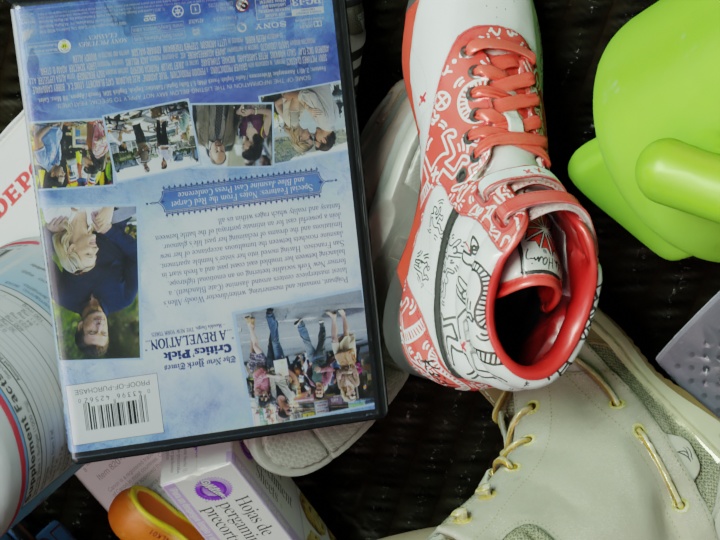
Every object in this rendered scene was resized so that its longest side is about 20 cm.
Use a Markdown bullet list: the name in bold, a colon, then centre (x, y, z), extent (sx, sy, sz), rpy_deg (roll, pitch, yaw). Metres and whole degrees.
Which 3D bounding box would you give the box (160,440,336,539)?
- **box**: centre (-0.038, 0.142, 0.918), extent (0.039, 0.042, 0.200), rpy_deg (-18, 133, 14)

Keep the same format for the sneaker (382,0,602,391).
- **sneaker**: centre (0.063, -0.048, 0.775), extent (0.108, 0.067, 0.202), rpy_deg (8, 91, 65)

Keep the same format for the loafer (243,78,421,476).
- **loafer**: centre (0.000, 0.000, 0.860), extent (0.072, 0.063, 0.200), rpy_deg (28, 91, -34)

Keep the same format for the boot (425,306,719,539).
- **boot**: centre (0.069, 0.086, 0.827), extent (0.200, 0.155, 0.072), rpy_deg (39, 140, 25)

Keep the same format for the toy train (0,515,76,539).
- **toy train**: centre (-0.172, 0.200, 1.011), extent (0.200, 0.114, 0.087), rpy_deg (45, 109, 1)

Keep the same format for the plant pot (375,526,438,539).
- **plant pot**: centre (0.091, 0.202, 0.877), extent (0.134, 0.200, 0.201), rpy_deg (-23, 101, -1)

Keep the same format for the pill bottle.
- **pill bottle**: centre (-0.180, 0.065, 0.819), extent (0.108, 0.200, 0.109), rpy_deg (8, 113, 20)

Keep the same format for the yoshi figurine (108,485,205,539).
- **yoshi figurine**: centre (-0.163, 0.197, 0.900), extent (0.112, 0.112, 0.200), rpy_deg (46, 105, 17)

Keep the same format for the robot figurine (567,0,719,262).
- **robot figurine**: centre (0.175, -0.075, 0.742), extent (0.116, 0.176, 0.200), rpy_deg (40, 144, -15)

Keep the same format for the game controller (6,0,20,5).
- **game controller**: centre (-0.106, -0.141, 0.821), extent (0.200, 0.042, 0.104), rpy_deg (40, 110, -8)

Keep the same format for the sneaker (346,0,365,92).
- **sneaker**: centre (-0.094, -0.106, 0.885), extent (0.200, 0.076, 0.116), rpy_deg (8, 110, 17)

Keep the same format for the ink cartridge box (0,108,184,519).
- **ink cartridge box**: centre (-0.117, 0.016, 0.937), extent (0.146, 0.083, 0.200), rpy_deg (-41, 91, 30)

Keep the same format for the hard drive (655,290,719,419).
- **hard drive**: centre (0.244, 0.020, 0.809), extent (0.135, 0.042, 0.200), rpy_deg (46, 121, 1)

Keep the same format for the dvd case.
- **dvd case**: centre (-0.067, -0.024, 0.795), extent (0.142, 0.018, 0.201), rpy_deg (-8, 98, -11)
